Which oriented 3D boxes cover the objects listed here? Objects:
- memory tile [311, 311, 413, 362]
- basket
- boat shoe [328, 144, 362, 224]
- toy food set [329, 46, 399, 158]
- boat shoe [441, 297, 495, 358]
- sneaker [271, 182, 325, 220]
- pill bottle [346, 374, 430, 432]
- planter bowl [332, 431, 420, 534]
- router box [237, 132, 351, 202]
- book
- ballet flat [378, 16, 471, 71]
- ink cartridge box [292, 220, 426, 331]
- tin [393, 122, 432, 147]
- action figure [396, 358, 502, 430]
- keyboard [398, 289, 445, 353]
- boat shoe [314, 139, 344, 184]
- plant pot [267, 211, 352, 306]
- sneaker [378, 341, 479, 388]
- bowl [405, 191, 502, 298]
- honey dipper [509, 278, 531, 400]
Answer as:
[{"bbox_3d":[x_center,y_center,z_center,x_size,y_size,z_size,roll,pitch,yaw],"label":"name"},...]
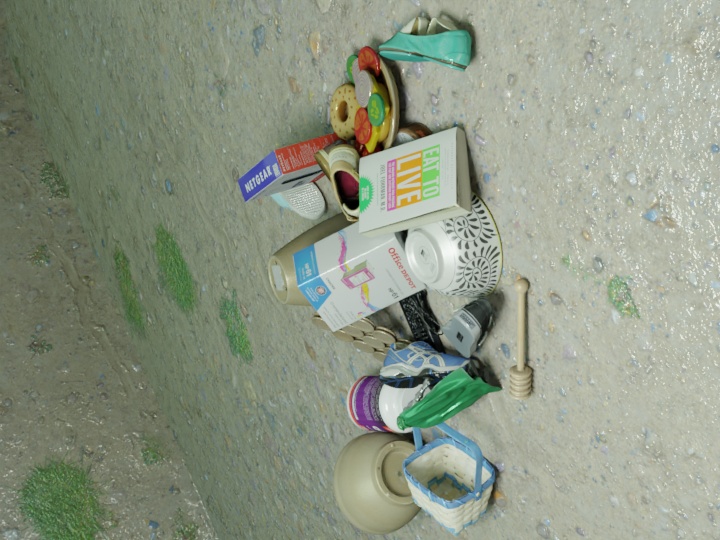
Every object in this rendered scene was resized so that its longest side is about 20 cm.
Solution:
[{"bbox_3d":[0.007,0.124,1.697,0.197,0.017,0.153,30,155,-13],"label":"memory tile"},{"bbox_3d":[0.158,0.361,1.588,0.175,0.137,0.204,32,141,45],"label":"basket"},{"bbox_3d":[-0.009,-0.122,1.519,0.072,0.067,0.202,-14,130,20],"label":"boat shoe"},{"bbox_3d":[0.009,-0.282,1.507,0.200,0.048,0.203,113,143,-46],"label":"toy food set"},{"bbox_3d":[0.184,0.090,1.456,0.074,0.068,0.200,46,168,16],"label":"boat shoe"},{"bbox_3d":[-0.137,-0.159,1.856,0.199,0.074,0.082,40,169,33],"label":"sneaker"},{"bbox_3d":[0.060,0.263,1.719,0.199,0.111,0.115,-14,96,60],"label":"pill bottle"},{"bbox_3d":[0.059,0.412,1.723,0.204,0.197,0.135,63,149,10],"label":"planter bowl"},{"bbox_3d":[-0.123,-0.202,1.678,0.199,0.177,0.050,-22,89,60],"label":"router box"},{"bbox_3d":[0.084,-0.141,1.404,0.197,0.048,0.137,-14,69,37],"label":"book"},{"bbox_3d":[0.104,-0.355,1.342,0.199,0.066,0.072,26,105,50],"label":"ballet flat"},{"bbox_3d":[0.000,0.000,1.532,0.145,0.197,0.086,53,-165,-42],"label":"ink cartridge box"},{"bbox_3d":[0.076,-0.172,1.511,0.114,0.041,0.201,64,150,18],"label":"tin"},{"bbox_3d":[0.135,0.226,1.509,0.199,0.117,0.056,-37,40,28],"label":"action figure"},{"bbox_3d":[0.095,0.075,1.623,0.104,0.039,0.204,-34,79,60],"label":"keyboard"},{"bbox_3d":[-0.025,-0.175,1.600,0.074,0.064,0.200,54,-179,21],"label":"boat shoe"},{"bbox_3d":[-0.073,-0.008,1.675,0.187,0.196,0.191,41,139,49],"label":"plant pot"},{"bbox_3d":[0.122,0.165,1.563,0.196,0.079,0.076,-4,151,29],"label":"sneaker"},{"bbox_3d":[0.135,-0.035,1.439,0.200,0.093,0.205,38,138,44],"label":"bowl"},{"bbox_3d":[0.255,0.110,1.384,0.038,0.037,0.205,25,126,50],"label":"honey dipper"}]
